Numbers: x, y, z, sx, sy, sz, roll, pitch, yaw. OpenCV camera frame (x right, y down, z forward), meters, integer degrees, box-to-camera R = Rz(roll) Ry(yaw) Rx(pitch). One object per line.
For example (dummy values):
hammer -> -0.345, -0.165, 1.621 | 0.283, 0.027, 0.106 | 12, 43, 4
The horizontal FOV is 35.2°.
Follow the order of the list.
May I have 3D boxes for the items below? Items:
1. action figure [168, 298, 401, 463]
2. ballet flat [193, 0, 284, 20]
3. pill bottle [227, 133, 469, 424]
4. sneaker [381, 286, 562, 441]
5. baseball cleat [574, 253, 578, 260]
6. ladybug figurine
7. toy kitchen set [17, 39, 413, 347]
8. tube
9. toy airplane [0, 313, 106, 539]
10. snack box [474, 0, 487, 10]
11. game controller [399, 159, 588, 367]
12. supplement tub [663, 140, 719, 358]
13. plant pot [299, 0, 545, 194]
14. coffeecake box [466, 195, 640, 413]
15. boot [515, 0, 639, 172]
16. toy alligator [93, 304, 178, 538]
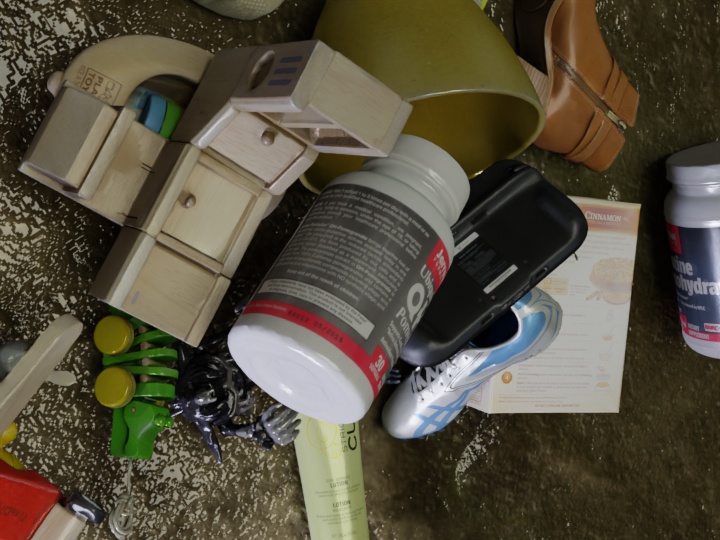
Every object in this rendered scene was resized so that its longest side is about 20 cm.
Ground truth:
action figure -> -0.076, 0.079, 0.903 | 0.199, 0.102, 0.119 | -19, 86, -15
ballet flat -> -0.135, -0.251, 0.861 | 0.200, 0.062, 0.068 | 30, 96, -28
pill bottle -> 0.000, 0.000, 0.816 | 0.111, 0.111, 0.200 | 46, 60, -26
sneaker -> 0.083, 0.076, 0.978 | 0.072, 0.072, 0.200 | 30, 122, -31
baseball cleat -> 0.082, -0.025, 0.969 | 0.199, 0.070, 0.107 | -19, 74, -1
ladybug figurine -> -0.147, -0.103, 0.867 | 0.200, 0.072, 0.136 | 28, 83, -30
toy kitchen set -> -0.112, -0.064, 0.746 | 0.163, 0.180, 0.201 | 30, 82, -29
tube -> -0.030, 0.139, 0.977 | 0.058, 0.052, 0.201 | -12, 96, -57
toy airplane -> -0.280, 0.137, 0.779 | 0.200, 0.141, 0.200 | -23, 135, -47
snack box -> 0.047, -0.330, 0.964 | 0.200, 0.053, 0.143 | 28, 80, -29
game controller -> 0.087, -0.009, 0.909 | 0.200, 0.042, 0.104 | -38, 71, -17
supplement tub -> 0.383, -0.023, 1.143 | 0.140, 0.140, 0.201 | -19, 105, -27
plant pot -> 0.034, -0.160, 0.915 | 0.199, 0.200, 0.143 | -3, 72, -30
coffeecake box -> 0.173, 0.028, 1.066 | 0.153, 0.073, 0.201 | 4, 94, -28
boot -> 0.214, -0.202, 1.060 | 0.155, 0.077, 0.201 | 27, 85, -28
toy alligator -> -0.163, 0.098, 0.858 | 0.059, 0.054, 0.201 | 35, 47, -67
